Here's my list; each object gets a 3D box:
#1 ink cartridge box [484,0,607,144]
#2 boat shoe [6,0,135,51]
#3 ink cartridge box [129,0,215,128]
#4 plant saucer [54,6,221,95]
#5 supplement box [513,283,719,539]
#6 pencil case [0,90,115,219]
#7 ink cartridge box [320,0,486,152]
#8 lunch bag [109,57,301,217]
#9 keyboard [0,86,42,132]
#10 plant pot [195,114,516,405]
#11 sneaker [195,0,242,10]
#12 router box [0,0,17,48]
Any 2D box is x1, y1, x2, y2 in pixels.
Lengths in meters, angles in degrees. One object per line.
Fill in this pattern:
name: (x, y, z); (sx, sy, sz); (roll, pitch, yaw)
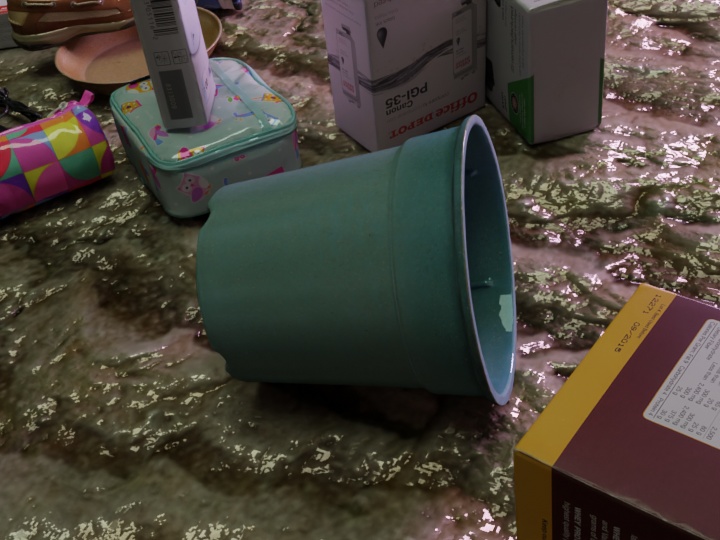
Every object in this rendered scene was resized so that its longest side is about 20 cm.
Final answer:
ink cartridge box: (0.162, -0.242, 1.003); (0.083, 0.147, 0.200); (-16, 39, -10)
boat shoe: (-0.326, -0.327, 1.199); (0.200, 0.074, 0.076); (-23, 41, -16)
ink cartridge box: (-0.169, -0.254, 0.946); (0.047, 0.160, 0.200); (-5, 39, 6)
plant saucer: (-0.260, -0.258, 1.189); (0.199, 0.036, 0.200); (-5, 39, 4)
supplement box: (0.196, 0.147, 0.485); (0.200, 0.198, 0.133); (21, 48, 33)
pencil case: (-0.342, -0.101, 0.979); (0.200, 0.089, 0.088); (-29, 43, -21)
ink cartridge box: (0.046, -0.233, 0.972); (0.146, 0.200, 0.083); (-28, 47, -22)
lunch bag: (-0.153, -0.143, 0.997); (0.160, 0.077, 0.200); (-23, 41, -17)
keyboard: (-0.417, -0.153, 1.106); (0.200, 0.021, 0.127); (28, 57, 35)
plant pot: (0.000, 0.000, 0.720); (0.195, 0.201, 0.201); (-5, 39, 17)
sneaker: (-0.205, -0.408, 1.326); (0.077, 0.076, 0.200); (-9, 38, -6)
router box: (-0.425, -0.366, 1.340); (0.199, 0.049, 0.180); (-8, 39, 1)
